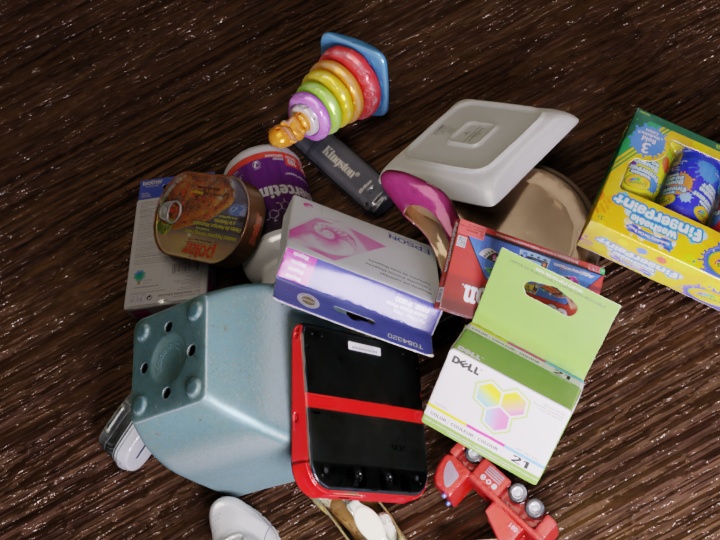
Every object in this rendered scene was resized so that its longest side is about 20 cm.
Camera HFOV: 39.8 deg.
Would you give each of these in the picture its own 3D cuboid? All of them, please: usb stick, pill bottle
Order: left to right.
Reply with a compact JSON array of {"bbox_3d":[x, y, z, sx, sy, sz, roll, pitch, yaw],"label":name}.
[{"bbox_3d":[-0.109,-0.057,1.290,0.110,0.113,0.203,-20,58,2],"label":"pill bottle"},{"bbox_3d":[-0.027,-0.147,1.367,0.055,0.033,0.200,-40,60,-11],"label":"usb stick"}]

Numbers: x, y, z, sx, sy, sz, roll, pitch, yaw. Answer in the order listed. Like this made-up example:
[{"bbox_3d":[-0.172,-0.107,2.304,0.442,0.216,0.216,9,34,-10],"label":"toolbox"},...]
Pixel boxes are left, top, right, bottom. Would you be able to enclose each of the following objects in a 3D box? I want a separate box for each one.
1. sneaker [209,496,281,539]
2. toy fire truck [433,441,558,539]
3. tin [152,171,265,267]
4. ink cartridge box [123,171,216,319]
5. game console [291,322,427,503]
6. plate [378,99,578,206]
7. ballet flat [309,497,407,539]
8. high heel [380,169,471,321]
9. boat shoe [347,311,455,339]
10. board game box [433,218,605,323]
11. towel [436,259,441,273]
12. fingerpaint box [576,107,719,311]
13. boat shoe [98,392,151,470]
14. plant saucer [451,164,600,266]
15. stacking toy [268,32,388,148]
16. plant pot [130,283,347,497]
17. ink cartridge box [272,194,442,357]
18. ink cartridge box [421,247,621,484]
[{"bbox_3d":[-0.117,0.330,1.090,0.074,0.087,0.201,-32,57,-3],"label":"sneaker"},{"bbox_3d":[0.136,0.294,1.067,0.141,0.049,0.199,-44,60,-12],"label":"toy fire truck"},{"bbox_3d":[-0.195,-0.064,1.270,0.198,0.042,0.114,11,81,45],"label":"tin"},{"bbox_3d":[-0.253,-0.037,1.359,0.117,0.042,0.204,-7,62,11],"label":"ink cartridge box"},{"bbox_3d":[0.000,0.159,1.089,0.031,0.198,0.181,-21,65,38],"label":"game console"},{"bbox_3d":[0.145,-0.163,1.270,0.198,0.033,0.199,16,49,43],"label":"plate"},{"bbox_3d":[-0.012,0.258,1.116,0.070,0.071,0.200,-38,59,-8],"label":"ballet flat"},{"bbox_3d":[0.084,-0.034,1.170,0.199,0.068,0.096,37,69,13],"label":"high heel"},{"bbox_3d":[0.042,0.085,1.209,0.197,0.069,0.072,-27,13,-12],"label":"boat shoe"},{"bbox_3d":[0.185,0.020,1.141,0.197,0.019,0.105,17,84,-19],"label":"board game box"},{"bbox_3d":[0.142,-0.085,1.285,0.146,0.037,0.202,-23,59,0],"label":"towel"},{"bbox_3d":[0.378,-0.070,1.165,0.197,0.074,0.169,26,69,8],"label":"fingerpaint box"},{"bbox_3d":[-0.255,0.147,1.237,0.070,0.072,0.201,29,74,22],"label":"boat shoe"},{"bbox_3d":[0.196,-0.042,1.213,0.196,0.030,0.204,-2,72,6],"label":"plant saucer"},{"bbox_3d":[-0.055,-0.220,1.339,0.115,0.111,0.200,25,51,25],"label":"stacking toy"},{"bbox_3d":[-0.145,0.122,1.104,0.193,0.199,0.200,-21,60,32],"label":"plant pot"},{"bbox_3d":[0.000,0.000,1.150,0.193,0.044,0.201,20,26,-11],"label":"ink cartridge box"},{"bbox_3d":[0.168,0.101,1.065,0.146,0.203,0.076,26,31,13],"label":"ink cartridge box"}]
